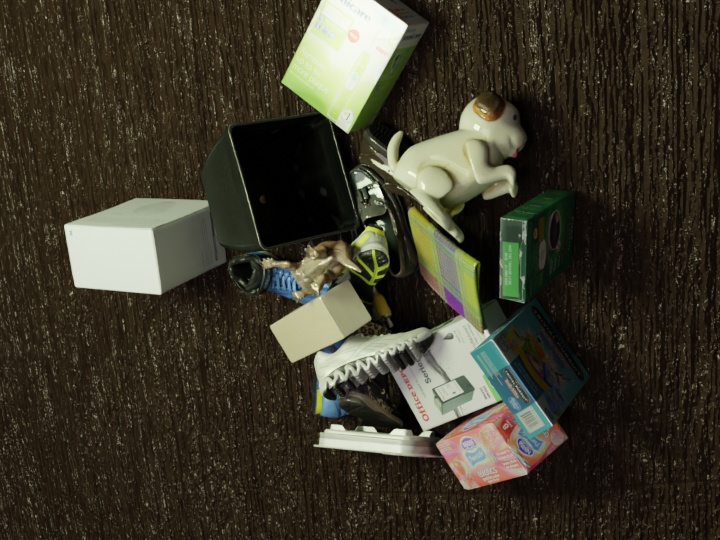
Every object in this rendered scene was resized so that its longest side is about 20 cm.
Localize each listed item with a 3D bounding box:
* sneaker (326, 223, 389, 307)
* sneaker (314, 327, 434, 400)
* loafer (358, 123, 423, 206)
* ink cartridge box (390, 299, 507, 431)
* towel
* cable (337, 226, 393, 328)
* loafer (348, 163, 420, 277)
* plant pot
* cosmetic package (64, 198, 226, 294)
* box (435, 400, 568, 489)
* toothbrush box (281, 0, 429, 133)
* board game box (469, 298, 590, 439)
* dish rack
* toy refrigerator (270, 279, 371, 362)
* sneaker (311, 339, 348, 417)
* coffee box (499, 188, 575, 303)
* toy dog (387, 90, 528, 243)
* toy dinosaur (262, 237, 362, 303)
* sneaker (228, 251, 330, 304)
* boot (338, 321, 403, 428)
[{"bbox_3d":[0.000,0.000,1.653,0.075,0.077,0.200,19,144,-16],"label":"sneaker"},{"bbox_3d":[0.019,0.129,1.605,0.199,0.075,0.081,-23,58,-1],"label":"sneaker"},{"bbox_3d":[0.077,-0.149,1.618,0.200,0.073,0.071,45,133,13],"label":"loafer"},{"bbox_3d":[0.160,0.157,1.653,0.200,0.084,0.146,-29,90,32],"label":"ink cartridge box"},{"bbox_3d":[0.135,-0.005,1.567,0.200,0.023,0.144,46,156,50],"label":"towel"},{"bbox_3d":[-0.003,0.013,1.738,0.097,0.050,0.201,-18,84,49],"label":"cable"},{"bbox_3d":[0.036,-0.081,1.659,0.072,0.063,0.201,-29,91,33],"label":"loafer"},{"bbox_3d":[-0.152,-0.131,1.665,0.177,0.199,0.201,-15,90,52],"label":"plant pot"},{"bbox_3d":[-0.382,-0.047,1.821,0.199,0.200,0.124,4,108,28],"label":"cosmetic package"},{"bbox_3d":[0.219,0.270,1.601,0.095,0.102,0.200,55,152,3],"label":"box"},{"bbox_3d":[-0.010,-0.341,1.589,0.145,0.086,0.200,39,119,12],"label":"toothbrush box"},{"bbox_3d":[0.260,0.142,1.525,0.047,0.200,0.151,-36,87,32],"label":"board game box"},{"bbox_3d":[0.038,0.289,1.729,0.199,0.171,0.044,-1,81,29],"label":"dish rack"},{"bbox_3d":[-0.066,0.084,1.659,0.076,0.070,0.200,58,148,0],"label":"toy refrigerator"},{"bbox_3d":[-0.040,0.161,1.790,0.078,0.066,0.201,3,100,-9],"label":"sneaker"},{"bbox_3d":[0.257,-0.040,1.469,0.044,0.200,0.124,9,111,29],"label":"coffee box"},{"bbox_3d":[0.158,-0.169,1.504,0.200,0.140,0.194,-44,61,3],"label":"toy dog"},{"bbox_3d":[-0.057,-0.012,1.597,0.200,0.135,0.086,-20,93,44],"label":"toy dinosaur"},{"bbox_3d":[-0.137,0.019,1.749,0.199,0.111,0.077,23,108,26],"label":"sneaker"},{"bbox_3d":[0.027,0.182,1.723,0.073,0.200,0.151,-3,68,27],"label":"boot"}]
